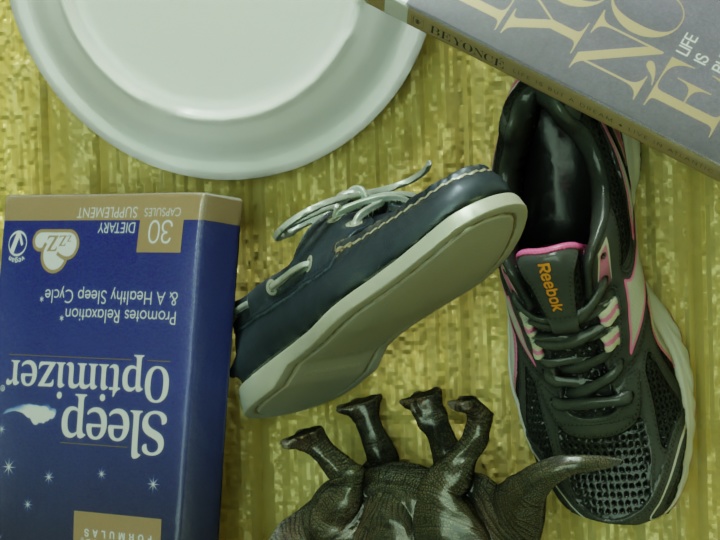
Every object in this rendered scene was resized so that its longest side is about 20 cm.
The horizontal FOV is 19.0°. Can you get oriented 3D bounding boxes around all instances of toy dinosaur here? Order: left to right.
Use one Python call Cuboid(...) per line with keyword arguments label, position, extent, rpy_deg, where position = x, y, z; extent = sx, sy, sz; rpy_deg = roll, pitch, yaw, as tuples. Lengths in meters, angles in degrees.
Cuboid(label="toy dinosaur", position=(0.027, 0.106, 0.925), extent=(0.199, 0.077, 0.103), rpy_deg=(-12, 98, 21))

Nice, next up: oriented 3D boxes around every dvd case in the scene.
Cuboid(label="dvd case", position=(0.124, -0.124, 0.874), extent=(0.200, 0.016, 0.149), rpy_deg=(28, 68, 13))

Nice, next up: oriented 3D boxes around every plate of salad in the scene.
Cuboid(label="plate of salad", position=(-0.061, -0.140, 0.949), extent=(0.199, 0.048, 0.201), rpy_deg=(3, 105, 13))

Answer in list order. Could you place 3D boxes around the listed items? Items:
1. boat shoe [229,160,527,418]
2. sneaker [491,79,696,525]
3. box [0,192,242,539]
Cuboid(label="boat shoe", position=(0.000, 0.000, 0.892), extent=(0.200, 0.075, 0.062), rpy_deg=(-45, 60, 56))
Cuboid(label="sneaker", position=(0.085, 0.011, 0.894), extent=(0.080, 0.086, 0.201), rpy_deg=(-14, 89, 18))
Cuboid(label="box", position=(-0.113, 0.066, 0.951), extent=(0.121, 0.032, 0.201), rpy_deg=(0, 86, 36))
